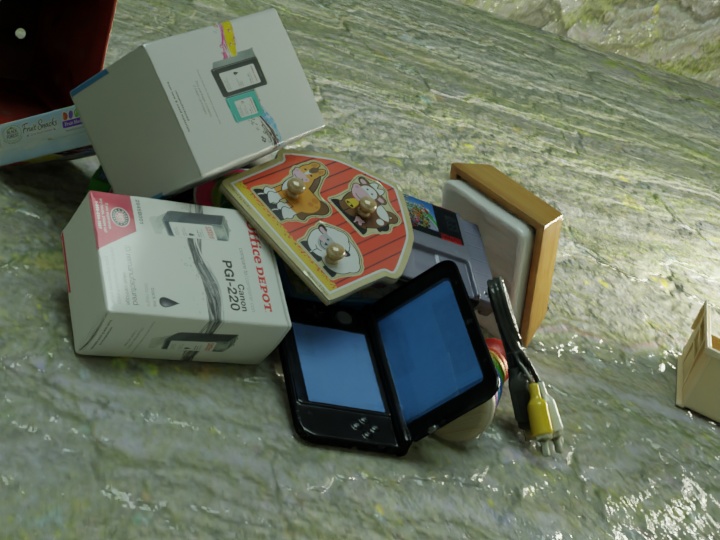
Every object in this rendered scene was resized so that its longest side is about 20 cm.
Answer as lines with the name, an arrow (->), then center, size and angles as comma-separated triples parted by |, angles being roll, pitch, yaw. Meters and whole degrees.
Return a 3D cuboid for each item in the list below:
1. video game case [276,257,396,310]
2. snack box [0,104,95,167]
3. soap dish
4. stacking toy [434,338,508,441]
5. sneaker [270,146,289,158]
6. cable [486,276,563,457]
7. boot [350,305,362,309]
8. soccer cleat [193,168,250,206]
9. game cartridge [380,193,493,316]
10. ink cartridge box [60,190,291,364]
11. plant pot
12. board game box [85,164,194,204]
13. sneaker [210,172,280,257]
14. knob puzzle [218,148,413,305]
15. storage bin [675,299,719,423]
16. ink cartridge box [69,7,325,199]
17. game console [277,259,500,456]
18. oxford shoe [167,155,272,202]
video game case -> 0.000, 0.000, 1.398 | 0.200, 0.018, 0.143 | 3, 32, -20
snack box -> -0.326, -0.161, 1.408 | 0.200, 0.053, 0.142 | -7, 6, 34
soap dish -> 0.172, -0.024, 1.504 | 0.081, 0.200, 0.157 | -28, 49, -30
stacking toy -> 0.129, 0.117, 1.320 | 0.085, 0.085, 0.200 | 28, 20, 14
sneaker -> -0.103, -0.128, 1.634 | 0.200, 0.081, 0.077 | 14, 23, -23
cable -> 0.184, 0.100, 1.310 | 0.050, 0.200, 0.097 | -10, 3, 17
boot -> 0.039, 0.032, 1.423 | 0.166, 0.072, 0.200 | 6, 32, -39
soccer cleat -> -0.124, -0.091, 1.464 | 0.200, 0.070, 0.086 | -6, 8, -36
game cartridge -> 0.064, -0.029, 1.365 | 0.200, 0.038, 0.130 | 17, 48, -31
ink cartridge box -> -0.183, 0.010, 1.201 | 0.200, 0.085, 0.146 | 7, 53, -35
plant pot -> -0.457, -0.299, 1.567 | 0.200, 0.200, 0.176 | 5, 17, -35
board game box -> -0.225, -0.088, 1.487 | 0.200, 0.040, 0.153 | 19, 23, -7
sneaker -> -0.075, -0.045, 1.354 | 0.200, 0.074, 0.084 | 14, 52, -23
knob puzzle -> -0.021, -0.066, 1.284 | 0.219, 0.030, 0.220 | 16, 44, -16
storage bin -> 0.530, 0.145, 1.594 | 0.200, 0.094, 0.199 | 25, 23, 6
ink cartridge box -> -0.172, -0.174, 1.299 | 0.200, 0.147, 0.146 | -29, 97, -46
game console -> 0.019, 0.074, 1.218 | 0.176, 0.117, 0.200 | 12, 37, -23
oxford shoe -> -0.189, -0.128, 1.468 | 0.071, 0.071, 0.200 | 33, 26, 34
